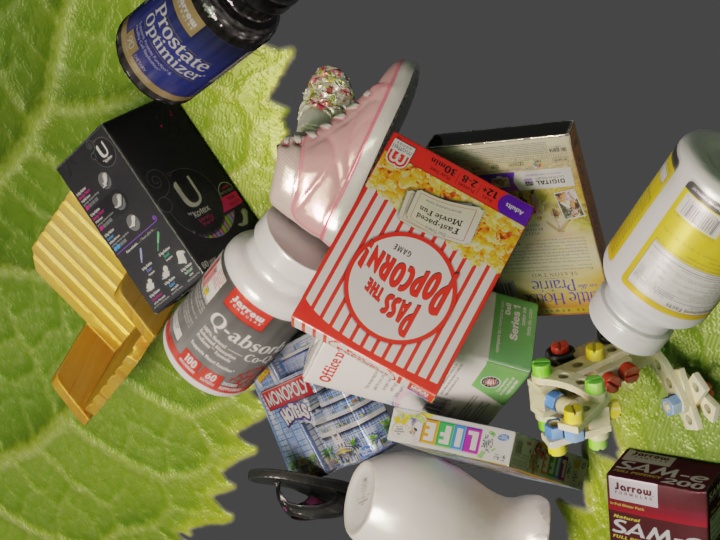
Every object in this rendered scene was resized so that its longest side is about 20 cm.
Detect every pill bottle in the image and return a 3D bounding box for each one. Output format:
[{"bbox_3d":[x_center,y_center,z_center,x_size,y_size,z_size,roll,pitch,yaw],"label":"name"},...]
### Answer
[{"bbox_3d":[-0.112,0.030,1.503,0.116,0.116,0.200,46,122,7],"label":"pill bottle"},{"bbox_3d":[0.288,-0.020,1.292,0.112,0.112,0.201,39,128,13],"label":"pill bottle"},{"bbox_3d":[-0.154,-0.262,1.478,0.199,0.112,0.112,-30,94,40],"label":"pill bottle"}]

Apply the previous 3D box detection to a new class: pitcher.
[{"bbox_3d":[0.078,0.270,1.534,0.199,0.122,0.172,16,151,-20],"label":"pitcher"}]

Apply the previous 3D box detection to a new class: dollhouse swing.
[{"bbox_3d":[-0.327,0.034,1.709,0.175,0.182,0.200,36,130,-10],"label":"dollhouse swing"}]

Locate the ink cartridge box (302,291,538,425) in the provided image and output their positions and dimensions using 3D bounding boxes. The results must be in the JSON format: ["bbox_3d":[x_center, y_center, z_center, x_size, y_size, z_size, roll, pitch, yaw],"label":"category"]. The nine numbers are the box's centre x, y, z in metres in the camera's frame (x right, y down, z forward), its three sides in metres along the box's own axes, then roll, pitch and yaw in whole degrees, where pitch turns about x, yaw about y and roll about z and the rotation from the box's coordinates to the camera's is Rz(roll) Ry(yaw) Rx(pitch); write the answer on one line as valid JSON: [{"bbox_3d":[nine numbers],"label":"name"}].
[{"bbox_3d":[0.057,0.072,1.426,0.199,0.084,0.145,16,148,-7],"label":"ink cartridge box"}]

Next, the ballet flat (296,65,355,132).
[{"bbox_3d":[-0.041,-0.112,1.504,0.075,0.064,0.201,17,120,28],"label":"ballet flat"}]

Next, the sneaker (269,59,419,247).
[{"bbox_3d":[-0.023,-0.133,1.424,0.104,0.075,0.201,28,94,9],"label":"sneaker"}]

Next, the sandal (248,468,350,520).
[{"bbox_3d":[-0.035,0.262,1.607,0.199,0.048,0.075,21,158,-27],"label":"sandal"}]

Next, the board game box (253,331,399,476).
[{"bbox_3d":[-0.061,0.126,1.598,0.201,0.061,0.200,62,153,1],"label":"board game box"}]

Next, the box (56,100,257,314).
[{"bbox_3d":[-0.221,-0.076,1.605,0.106,0.122,0.201,-34,91,40],"label":"box"}]

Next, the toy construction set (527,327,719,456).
[{"bbox_3d":[0.241,0.109,1.357,0.131,0.199,0.093,34,124,56],"label":"toy construction set"}]

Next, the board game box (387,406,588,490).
[{"bbox_3d":[0.132,0.181,1.449,0.134,0.200,0.034,9,80,31],"label":"board game box"}]

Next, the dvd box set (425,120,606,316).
[{"bbox_3d":[0.158,-0.045,1.382,0.145,0.029,0.201,-4,123,28],"label":"dvd box set"}]

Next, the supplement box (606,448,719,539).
[{"bbox_3d":[0.313,0.289,1.455,0.108,0.061,0.202,6,114,32],"label":"supplement box"}]

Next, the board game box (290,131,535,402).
[{"bbox_3d":[0.049,-0.003,1.323,0.151,0.201,0.046,28,168,4],"label":"board game box"}]
